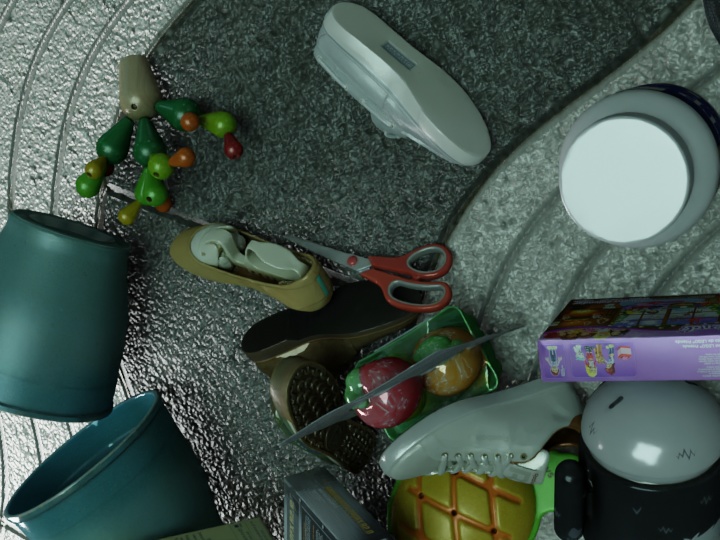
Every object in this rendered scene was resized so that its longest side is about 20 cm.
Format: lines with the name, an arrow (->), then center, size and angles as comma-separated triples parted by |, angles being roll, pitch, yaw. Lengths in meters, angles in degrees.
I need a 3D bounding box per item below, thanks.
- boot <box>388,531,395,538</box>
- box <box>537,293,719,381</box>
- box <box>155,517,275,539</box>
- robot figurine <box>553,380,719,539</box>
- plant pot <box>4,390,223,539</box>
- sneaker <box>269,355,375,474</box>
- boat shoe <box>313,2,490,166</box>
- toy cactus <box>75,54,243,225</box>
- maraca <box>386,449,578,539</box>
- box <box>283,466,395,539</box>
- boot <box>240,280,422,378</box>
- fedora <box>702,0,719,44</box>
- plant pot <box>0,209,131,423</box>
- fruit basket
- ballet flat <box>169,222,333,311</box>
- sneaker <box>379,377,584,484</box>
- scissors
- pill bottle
boot -> 0.004, 0.342, 0.967 | 0.174, 0.069, 0.201 | -170, 70, -66
box -> 0.261, 0.053, 0.795 | 0.199, 0.137, 0.039 | -4, 101, 25
box -> -0.177, 0.365, 0.950 | 0.097, 0.199, 0.177 | -143, 52, -58
robot figurine -> 0.250, 0.181, 0.828 | 0.124, 0.150, 0.201 | 11, 123, 31
plant pot -> -0.248, 0.268, 1.051 | 0.199, 0.200, 0.188 | -28, 105, 27
sneaker -> -0.060, 0.139, 0.953 | 0.090, 0.200, 0.067 | 18, 67, 33
boat shoe -> 0.033, -0.161, 0.891 | 0.200, 0.072, 0.069 | 40, 137, 4
toy cactus -> -0.216, -0.146, 1.005 | 0.199, 0.102, 0.166 | -22, 74, 30
maraca -> 0.117, 0.219, 0.922 | 0.200, 0.107, 0.137 | -37, 75, 7
box -> -0.020, 0.313, 0.901 | 0.158, 0.048, 0.201 | 30, 123, 58
boot -> -0.019, 0.068, 0.979 | 0.199, 0.074, 0.076 | -18, 124, 23
fedora -> 0.360, -0.228, 0.701 | 0.200, 0.091, 0.202 | 11, 108, 36
plant pot -> -0.342, 0.040, 1.048 | 0.199, 0.200, 0.189 | 20, 95, 19
fruit basket -> 0.039, 0.095, 0.873 | 0.185, 0.200, 0.094 | -34, 72, 28
ballet flat -> -0.117, -0.017, 0.983 | 0.199, 0.069, 0.063 | 17, 151, 22
sneaker -> 0.118, 0.160, 0.859 | 0.199, 0.073, 0.085 | -18, 59, -12
scissors -> 0.000, 0.000, 0.949 | 0.199, 0.014, 0.074 | 6, 67, 23
pill bottle -> 0.220, -0.082, 0.746 | 0.119, 0.200, 0.120 | 6, 105, 23
